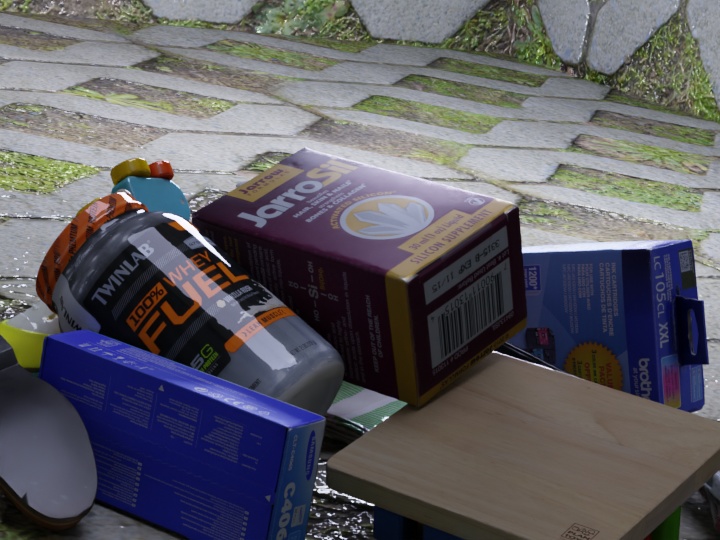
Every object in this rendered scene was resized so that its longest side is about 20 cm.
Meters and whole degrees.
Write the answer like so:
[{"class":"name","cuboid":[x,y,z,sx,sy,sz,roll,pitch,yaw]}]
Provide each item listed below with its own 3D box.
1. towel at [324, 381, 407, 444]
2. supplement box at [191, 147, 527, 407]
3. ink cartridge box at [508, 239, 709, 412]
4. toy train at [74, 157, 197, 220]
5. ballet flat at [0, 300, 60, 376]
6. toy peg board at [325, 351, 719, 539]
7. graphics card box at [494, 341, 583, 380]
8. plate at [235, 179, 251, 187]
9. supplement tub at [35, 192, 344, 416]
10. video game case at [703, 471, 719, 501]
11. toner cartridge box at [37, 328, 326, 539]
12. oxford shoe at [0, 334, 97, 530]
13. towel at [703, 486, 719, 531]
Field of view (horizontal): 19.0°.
[{"class":"towel","cuboid":[0.005,0.105,1.655,0.199,0.024,0.152,16,13,22]},{"class":"supplement box","cuboid":[0.000,0.000,1.508,0.199,0.104,0.131,16,36,36]},{"class":"ink cartridge box","cuboid":[0.190,0.046,1.681,0.199,0.137,0.076,-2,5,36]},{"class":"toy train","cuboid":[-0.163,0.005,1.611,0.150,0.056,0.200,49,31,-18]},{"class":"ballet flat","cuboid":[-0.208,0.049,1.626,0.199,0.067,0.067,5,8,-20]},{"class":"toy peg board","cuboid":[0.113,0.157,1.412,0.199,0.098,0.199,16,30,31]},{"class":"graphics card box","cuboid":[0.123,0.093,1.582,0.199,0.051,0.125,26,-8,28]},{"class":"plate","cuboid":[0.005,-0.012,1.850,0.200,0.032,0.199,38,4,19]},{"class":"supplement tub","cuboid":[-0.119,0.044,1.459,0.200,0.123,0.122,39,22,17]},{"class":"video game case","cuboid":[0.310,0.152,1.578,0.142,0.018,0.200,9,10,-11]},{"class":"toner cartridge box","cuboid":[-0.120,0.111,1.366,0.199,0.096,0.043,19,16,30]},{"class":"oxford shoe","cuboid":[-0.226,0.108,1.376,0.071,0.072,0.200,-11,39,-32]},{"class":"towel","cuboid":[0.351,0.181,1.596,0.199,0.030,0.146,11,10,0]}]
